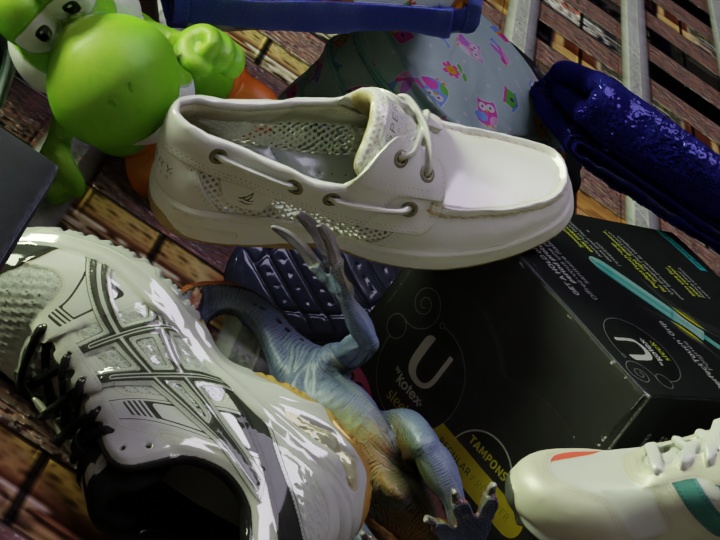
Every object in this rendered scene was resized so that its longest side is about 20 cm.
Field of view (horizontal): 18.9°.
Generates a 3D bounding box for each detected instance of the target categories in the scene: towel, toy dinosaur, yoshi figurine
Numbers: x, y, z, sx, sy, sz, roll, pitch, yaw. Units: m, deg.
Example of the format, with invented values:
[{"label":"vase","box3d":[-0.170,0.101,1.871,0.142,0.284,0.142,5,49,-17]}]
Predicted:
[{"label":"towel","box3d":[0.186,-0.041,1.210,0.200,0.050,0.148,35,4,-10]},{"label":"toy dinosaur","box3d":[-0.022,0.077,0.967,0.182,0.105,0.200,48,-12,50]},{"label":"yoshi figurine","box3d":[-0.107,-0.082,1.025,0.112,0.113,0.200,12,-9,21]}]

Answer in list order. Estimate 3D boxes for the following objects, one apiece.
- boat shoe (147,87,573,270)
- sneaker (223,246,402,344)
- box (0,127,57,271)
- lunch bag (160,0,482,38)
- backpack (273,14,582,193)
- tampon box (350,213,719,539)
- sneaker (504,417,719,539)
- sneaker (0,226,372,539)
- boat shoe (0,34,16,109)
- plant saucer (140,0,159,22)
[{"label":"boat shoe","box3d":[0.006,-0.048,0.977,0.199,0.069,0.071,0,47,-12]},{"label":"sneaker","box3d":[0.000,0.000,1.128,0.200,0.082,0.074,-18,81,-44]},{"label":"box","box3d":[-0.228,-0.034,0.782,0.200,0.106,0.122,33,22,-9]},{"label":"lunch bag","box3d":[-0.027,-0.198,1.168,0.169,0.124,0.200,1,42,-9]},{"label":"backpack","box3d":[0.035,-0.088,1.275,0.167,0.127,0.200,48,27,20]},{"label":"tampon box","box3d":[0.115,0.063,1.082,0.200,0.126,0.150,8,34,-50]},{"label":"sneaker","box3d":[0.163,0.080,0.913,0.199,0.094,0.070,8,27,-3]},{"label":"sneaker","box3d":[-0.092,0.056,0.853,0.200,0.076,0.088,32,38,14]},{"label":"boat shoe","box3d":[-0.202,-0.068,0.954,0.073,0.062,0.200,34,21,-3]},{"label":"plant saucer","box3d":[-0.139,-0.211,1.230,0.034,0.201,0.200,-8,32,-5]}]
